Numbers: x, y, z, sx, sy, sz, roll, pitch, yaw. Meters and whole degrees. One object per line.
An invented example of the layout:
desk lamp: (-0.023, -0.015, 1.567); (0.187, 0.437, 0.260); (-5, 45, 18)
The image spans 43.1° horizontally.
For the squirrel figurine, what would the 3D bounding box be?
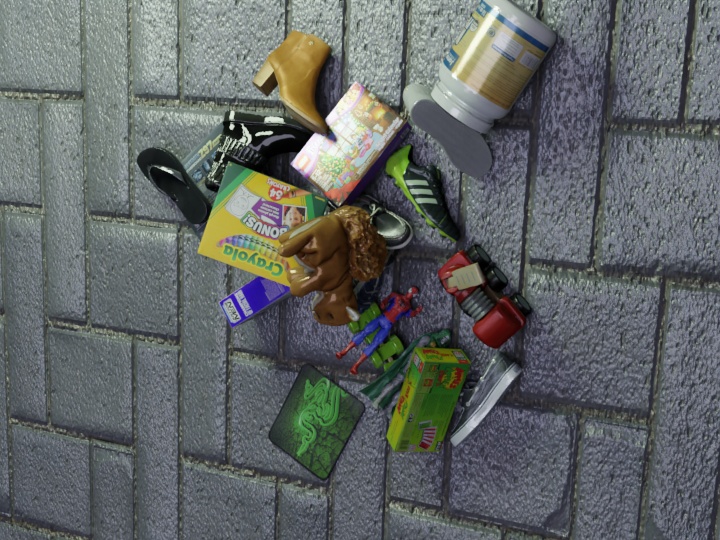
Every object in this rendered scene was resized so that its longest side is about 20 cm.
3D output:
squirrel figurine: (-0.035, -0.005, 1.608); (0.197, 0.141, 0.190); (-27, 101, -7)

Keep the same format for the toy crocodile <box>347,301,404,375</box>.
toy crocodile: (0.024, 0.124, 1.766); (0.067, 0.062, 0.202); (-32, 86, -12)

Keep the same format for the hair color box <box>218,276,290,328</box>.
hair color box: (-0.172, 0.032, 1.803); (0.198, 0.109, 0.066); (-33, 87, 23)

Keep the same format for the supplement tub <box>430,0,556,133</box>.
supplement tub: (0.222, -0.353, 1.552); (0.144, 0.144, 0.202); (38, 110, 12)

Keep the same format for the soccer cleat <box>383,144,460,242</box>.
soccer cleat: (0.126, -0.142, 1.675); (0.081, 0.067, 0.201); (-41, 82, 10)

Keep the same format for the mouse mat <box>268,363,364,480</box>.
mouse mat: (-0.093, 0.312, 1.874); (0.159, 0.008, 0.203); (33, 109, 15)

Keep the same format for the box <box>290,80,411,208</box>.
box: (-0.018, -0.230, 1.687); (0.136, 0.039, 0.201); (40, 93, 22)

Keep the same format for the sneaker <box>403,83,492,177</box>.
sneaker: (0.155, -0.259, 1.637); (0.074, 0.116, 0.199); (-42, 119, 15)

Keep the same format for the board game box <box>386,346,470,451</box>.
board game box: (0.125, 0.243, 1.704); (0.048, 0.099, 0.204); (-126, 46, -54)

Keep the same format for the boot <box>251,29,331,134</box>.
boot: (-0.097, -0.358, 1.697); (0.200, 0.071, 0.145); (39, 85, 23)

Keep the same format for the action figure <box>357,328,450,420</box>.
action figure: (0.101, 0.188, 1.725); (0.118, 0.055, 0.201); (36, 96, -33)

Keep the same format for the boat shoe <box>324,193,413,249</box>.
boat shoe: (0.012, -0.103, 1.697); (0.198, 0.061, 0.074); (32, 75, 36)

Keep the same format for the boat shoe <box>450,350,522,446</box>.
boat shoe: (0.218, 0.237, 1.696); (0.068, 0.071, 0.202); (40, 114, 16)

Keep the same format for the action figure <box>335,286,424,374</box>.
action figure: (0.044, 0.100, 1.695); (0.065, 0.099, 0.200); (43, 75, 0)

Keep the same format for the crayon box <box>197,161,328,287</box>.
crayon box: (-0.178, -0.081, 1.679); (0.196, 0.058, 0.176); (19, 87, -6)

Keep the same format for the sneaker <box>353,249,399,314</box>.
sneaker: (0.000, 0.000, 1.733); (0.084, 0.077, 0.202); (27, 82, 28)

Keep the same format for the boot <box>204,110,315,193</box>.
boot: (-0.185, -0.208, 1.743); (0.206, 0.080, 0.161); (8, 75, 11)

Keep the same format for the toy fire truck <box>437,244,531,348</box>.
toy fire truck: (0.210, 0.046, 1.595); (0.129, 0.199, 0.177); (-43, 82, 23)

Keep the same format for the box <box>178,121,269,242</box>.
box: (-0.290, -0.179, 1.848); (0.199, 0.051, 0.159); (-38, 84, 24)

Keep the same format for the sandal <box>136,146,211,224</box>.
sandal: (-0.378, -0.177, 1.837); (0.200, 0.043, 0.077); (43, 114, 13)
